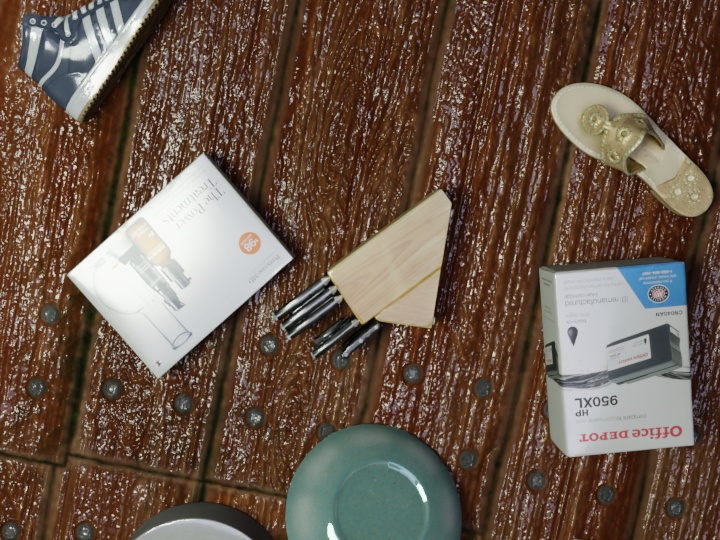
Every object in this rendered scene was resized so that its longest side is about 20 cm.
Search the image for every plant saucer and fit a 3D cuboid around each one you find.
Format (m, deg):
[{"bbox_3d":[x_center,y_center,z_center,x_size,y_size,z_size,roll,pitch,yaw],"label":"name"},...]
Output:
[{"bbox_3d":[0.019,0.262,1.085,0.199,0.039,0.203,4,68,-10],"label":"plant saucer"}]

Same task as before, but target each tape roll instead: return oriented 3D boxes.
[{"bbox_3d":[-0.181,0.364,1.118,0.198,0.066,0.203,0,95,-2],"label":"tape roll"}]

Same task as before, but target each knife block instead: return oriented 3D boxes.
[{"bbox_3d":[0.000,0.000,1.097,0.174,0.064,0.202,9,94,-3],"label":"knife block"}]

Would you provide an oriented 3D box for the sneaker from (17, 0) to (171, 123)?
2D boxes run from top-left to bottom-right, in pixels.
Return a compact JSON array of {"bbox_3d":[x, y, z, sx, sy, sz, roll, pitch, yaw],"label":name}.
[{"bbox_3d":[-0.283,-0.269,1.068,0.108,0.070,0.201,36,95,-5],"label":"sneaker"}]

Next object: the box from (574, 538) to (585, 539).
[{"bbox_3d":[0.334,0.381,1.134,0.198,0.060,0.118,10,94,-2],"label":"box"}]

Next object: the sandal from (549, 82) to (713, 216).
[{"bbox_3d":[0.304,-0.136,1.091,0.211,0.070,0.078,38,92,-4],"label":"sandal"}]

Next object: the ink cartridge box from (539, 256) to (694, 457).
[{"bbox_3d":[0.279,0.092,1.100,0.143,0.084,0.202,-5,95,-1],"label":"ink cartridge box"}]

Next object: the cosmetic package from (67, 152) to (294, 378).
[{"bbox_3d":[-0.194,-0.006,1.100,0.200,0.052,0.151,-41,97,2],"label":"cosmetic package"}]
